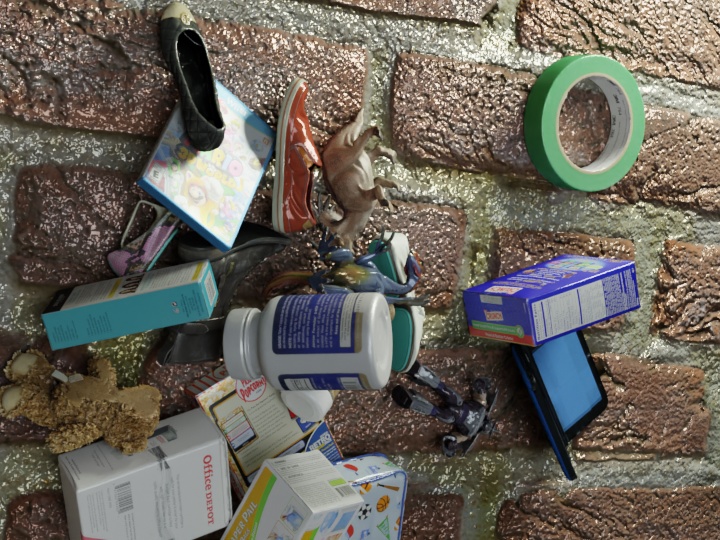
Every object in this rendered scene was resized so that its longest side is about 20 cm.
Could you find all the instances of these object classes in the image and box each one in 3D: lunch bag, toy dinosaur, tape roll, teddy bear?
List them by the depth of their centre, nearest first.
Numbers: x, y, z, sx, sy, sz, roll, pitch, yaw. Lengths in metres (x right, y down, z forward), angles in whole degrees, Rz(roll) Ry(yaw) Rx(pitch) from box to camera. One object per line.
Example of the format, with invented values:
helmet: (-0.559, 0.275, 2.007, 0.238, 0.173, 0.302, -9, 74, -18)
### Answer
teddy bear: (-0.345, 0.164, 1.552, 0.197, 0.146, 0.067, 7, 130, -26)
toy dinosaur: (0.000, 0.000, 1.700, 0.181, 0.198, 0.107, 23, 65, -56)
toy dinosaur: (-0.020, -0.121, 1.716, 0.134, 0.086, 0.203, -11, 81, 16)
lunch bag: (-0.008, 0.359, 1.773, 0.159, 0.075, 0.203, -9, 115, -39)
tape roll: (0.338, -0.221, 1.915, 0.198, 0.048, 0.204, -5, 101, -29)

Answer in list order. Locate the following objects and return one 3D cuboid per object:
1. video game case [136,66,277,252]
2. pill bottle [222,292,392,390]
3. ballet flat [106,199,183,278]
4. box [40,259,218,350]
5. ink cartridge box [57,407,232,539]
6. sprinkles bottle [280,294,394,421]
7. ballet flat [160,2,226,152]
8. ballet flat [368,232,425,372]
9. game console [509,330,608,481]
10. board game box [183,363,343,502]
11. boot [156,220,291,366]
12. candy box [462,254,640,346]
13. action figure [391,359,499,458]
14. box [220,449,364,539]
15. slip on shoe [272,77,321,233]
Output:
video game case: (-0.186, -0.140, 1.590, 0.143, 0.018, 0.202, 39, 49, -24)
pill bottle: (-0.066, 0.090, 1.603, 0.197, 0.120, 0.122, -2, 101, 14)
ballet flat: (-0.245, -0.073, 1.605, 0.071, 0.069, 0.201, 41, 77, -7)
box: (-0.276, 0.041, 1.536, 0.197, 0.082, 0.050, -12, 109, 6)
ink cartridge box: (-0.269, 0.278, 1.607, 0.198, 0.085, 0.147, -16, 124, -25)
sprinkles bottle: (-0.028, 0.110, 1.713, 0.069, 0.068, 0.201, 55, 52, -24)
ballet flat: (-0.200, -0.243, 1.570, 0.066, 0.057, 0.203, -4, 71, -41)
ballet flat: (0.060, 0.041, 1.794, 0.069, 0.069, 0.203, -17, 104, -26)
game console: (0.316, 0.182, 1.928, 0.117, 0.171, 0.202, -24, 111, 4)
board game box: (-0.127, 0.208, 1.717, 0.151, 0.046, 0.202, -31, 111, -22)
boot: (-0.180, 0.033, 1.655, 0.198, 0.069, 0.177, -12, 118, -45)
candy box: (0.276, 0.041, 1.849, 0.198, 0.169, 0.078, -16, 101, -25)
action figure: (0.133, 0.202, 1.853, 0.199, 0.069, 0.132, 30, 78, -32)
box: (-0.103, 0.349, 1.662, 0.112, 0.101, 0.202, -1, 126, -52)
slip on shoe: (-0.079, -0.149, 1.663, 0.060, 0.074, 0.203, 3, 88, 6)
